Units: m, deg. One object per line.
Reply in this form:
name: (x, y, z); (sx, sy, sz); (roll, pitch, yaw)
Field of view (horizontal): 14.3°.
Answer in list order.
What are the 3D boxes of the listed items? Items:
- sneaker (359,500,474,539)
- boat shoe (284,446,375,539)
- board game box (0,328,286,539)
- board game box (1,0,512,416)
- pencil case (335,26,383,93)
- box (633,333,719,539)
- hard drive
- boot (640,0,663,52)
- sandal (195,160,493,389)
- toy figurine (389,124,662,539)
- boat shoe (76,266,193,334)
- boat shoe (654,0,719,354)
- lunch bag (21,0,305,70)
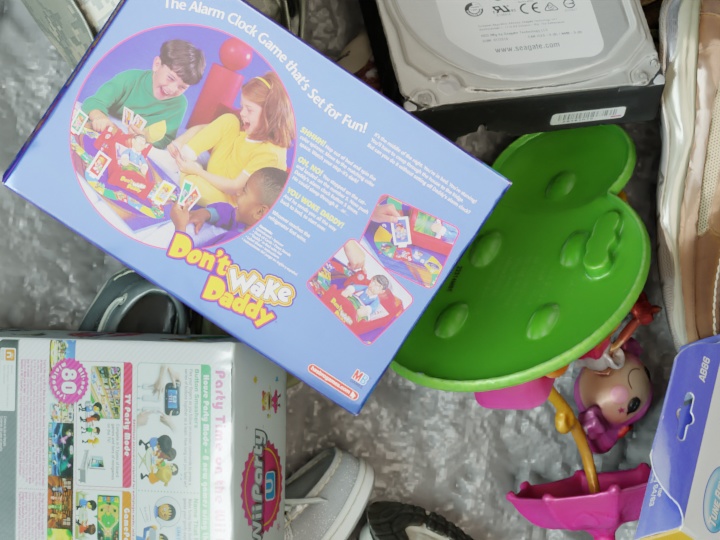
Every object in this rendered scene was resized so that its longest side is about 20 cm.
sneaker: (0.064, 0.205, 1.557); (0.200, 0.077, 0.089); (34, 116, -13)
boat shoe: (-0.080, 0.158, 1.508); (0.202, 0.074, 0.065); (-39, 104, -2)
board game box: (-0.139, 0.104, 1.437); (0.200, 0.064, 0.148); (2, 91, 25)
board game box: (-0.049, -0.043, 1.353); (0.200, 0.045, 0.135); (34, 91, -9)
pencil case: (0.002, -0.046, 1.475); (0.200, 0.089, 0.078); (-62, 144, -33)
box: (0.217, 0.121, 1.484); (0.200, 0.041, 0.119); (34, 56, -25)
hard drive: (0.066, -0.159, 1.489); (0.140, 0.038, 0.200); (-6, 56, -11)
boot: (0.139, -0.140, 1.544); (0.200, 0.075, 0.074); (-13, 97, -11)
sandal: (0.000, -0.001, 1.525); (0.201, 0.057, 0.080); (-31, 101, -11)
toy figurine: (0.113, 0.051, 1.525); (0.184, 0.150, 0.200); (64, 37, -38)
boat shoe: (-0.141, 0.091, 1.495); (0.073, 0.062, 0.200); (24, 87, -13)
boat shoe: (0.189, -0.048, 1.492); (0.072, 0.076, 0.200); (1, 105, 5)
lunch bag: (-0.096, -0.129, 1.444); (0.118, 0.164, 0.200); (-32, 99, -7)
